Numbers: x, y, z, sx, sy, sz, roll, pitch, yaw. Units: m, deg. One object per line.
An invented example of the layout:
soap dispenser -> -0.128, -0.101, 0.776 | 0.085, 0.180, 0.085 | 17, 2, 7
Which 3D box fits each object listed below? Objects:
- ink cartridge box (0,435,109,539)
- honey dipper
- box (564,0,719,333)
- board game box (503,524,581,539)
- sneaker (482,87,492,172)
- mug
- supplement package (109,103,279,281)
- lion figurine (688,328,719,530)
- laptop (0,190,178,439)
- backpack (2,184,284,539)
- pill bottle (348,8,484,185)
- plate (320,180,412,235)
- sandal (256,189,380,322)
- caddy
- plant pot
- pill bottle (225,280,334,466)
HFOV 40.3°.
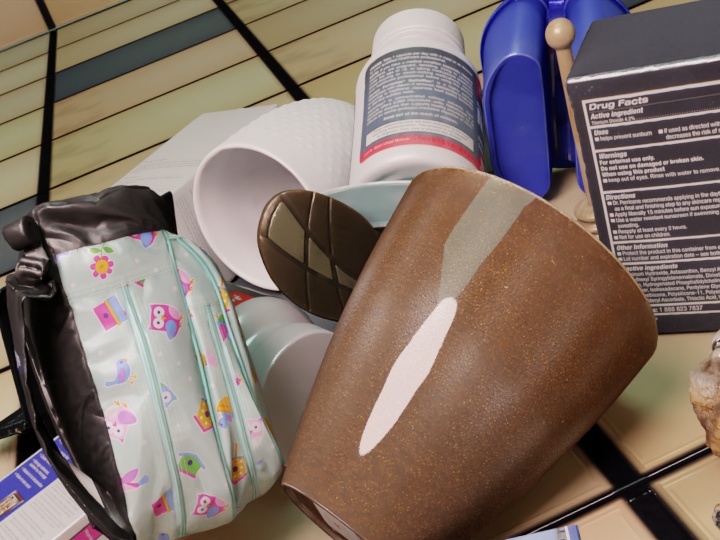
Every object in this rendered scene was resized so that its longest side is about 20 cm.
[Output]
ink cartridge box -> -0.201, 0.155, 0.654 | 0.200, 0.037, 0.094 | -41, 36, -26
honey dipper -> 0.174, -0.099, 0.760 | 0.037, 0.203, 0.038 | -14, 28, 8
box -> 0.261, -0.076, 0.665 | 0.197, 0.201, 0.124 | -4, 31, 26
board game box -> 0.025, 0.209, 0.476 | 0.197, 0.035, 0.136 | -15, 37, 10
sneaker -> 0.138, -0.163, 1.038 | 0.197, 0.077, 0.114 | -20, 27, -12
mug -> -0.032, -0.077, 0.945 | 0.198, 0.149, 0.175 | 27, 40, 15
supplement package -> -0.160, -0.074, 1.026 | 0.115, 0.119, 0.200 | -1, 34, 36
lion figurine -> 0.261, 0.099, 0.514 | 0.198, 0.074, 0.122 | 21, 33, 32
laptop -> -0.240, 0.044, 0.807 | 0.199, 0.104, 0.177 | -21, 12, 47
backpack -> -0.129, 0.061, 0.582 | 0.125, 0.203, 0.167 | -19, -3, -14
pill bottle -> 0.052, -0.134, 0.880 | 0.118, 0.120, 0.203 | -10, 52, 18
plate -> 0.044, -0.027, 0.789 | 0.197, 0.200, 0.026 | -4, 74, 28
sandal -> 0.000, 0.000, 0.739 | 0.054, 0.198, 0.083 | 18, 89, 54
caddy -> 0.178, -0.158, 0.877 | 0.139, 0.202, 0.106 | -1, 45, 14
plant pot -> 0.048, 0.076, 0.589 | 0.185, 0.188, 0.201 | 15, 60, 48
pill bottle -> -0.097, 0.070, 0.734 | 0.115, 0.117, 0.198 | -38, 32, -30
